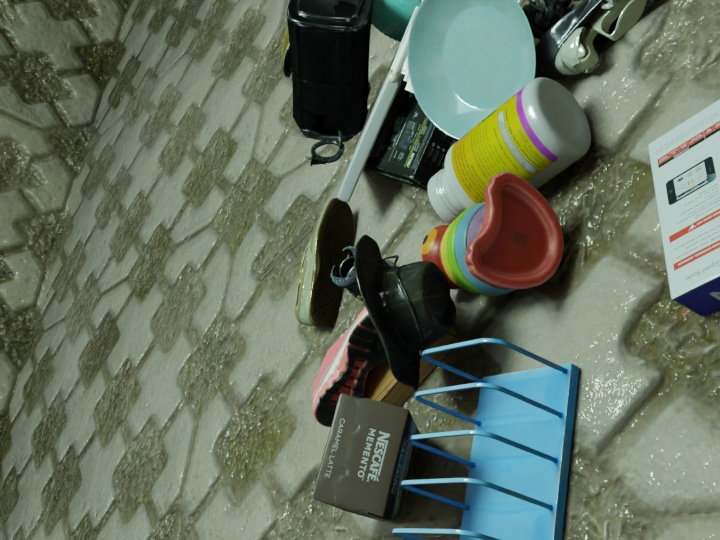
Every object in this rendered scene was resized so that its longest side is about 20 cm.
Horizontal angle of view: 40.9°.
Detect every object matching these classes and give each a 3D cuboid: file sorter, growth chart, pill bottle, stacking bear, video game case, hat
[{"bbox_3d":[0.124,0.184,0.985,0.138,0.121,0.204,-18,54,52],"label":"file sorter"},{"bbox_3d":[0.134,-0.272,1.273,0.198,0.018,0.146,33,93,18],"label":"growth chart"},{"bbox_3d":[0.169,-0.132,1.147,0.199,0.103,0.106,-36,41,41],"label":"pill bottle"},{"bbox_3d":[0.137,-0.024,1.124,0.199,0.112,0.124,-16,52,67],"label":"stacking bear"},{"bbox_3d":[0.021,-0.221,1.432,0.183,0.023,0.202,-75,8,-65],"label":"video game case"},{"bbox_3d":[0.063,0.036,1.095,0.080,0.202,0.203,-21,45,13],"label":"hat"}]

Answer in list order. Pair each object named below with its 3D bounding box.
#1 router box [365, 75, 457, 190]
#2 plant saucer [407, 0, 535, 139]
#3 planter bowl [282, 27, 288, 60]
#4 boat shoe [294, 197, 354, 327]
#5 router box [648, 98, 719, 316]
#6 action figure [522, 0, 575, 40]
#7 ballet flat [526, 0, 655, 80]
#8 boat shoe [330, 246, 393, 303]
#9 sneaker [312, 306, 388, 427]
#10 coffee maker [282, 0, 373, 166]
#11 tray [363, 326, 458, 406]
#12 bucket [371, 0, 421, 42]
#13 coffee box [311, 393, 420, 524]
[{"bbox_3d":[0.099,-0.217,1.363,0.149,0.061,0.203,27,93,60],"label":"router box"},{"bbox_3d":[0.144,-0.265,1.207,0.199,0.038,0.205,17,116,39],"label":"plant saucer"},{"bbox_3d":[-0.056,-0.442,1.752,0.200,0.083,0.204,-36,42,41],"label":"planter bowl"},{"bbox_3d":[-0.063,-0.013,1.474,0.066,0.073,0.204,-8,63,50],"label":"boat shoe"},{"bbox_3d":[0.358,-0.082,0.860,0.199,0.048,0.182,-34,43,44],"label":"router box"},{"bbox_3d":[0.235,-0.359,1.186,0.200,0.102,0.119,-48,13,19],"label":"action figure"},{"bbox_3d":[0.272,-0.280,1.122,0.200,0.072,0.074,-44,37,31],"label":"ballet flat"},{"bbox_3d":[0.000,0.000,1.318,0.072,0.090,0.200,-59,17,-2],"label":"boat shoe"},{"bbox_3d":[-0.010,0.100,1.241,0.202,0.073,0.087,-57,28,15],"label":"sneaker"},{"bbox_3d":[-0.037,-0.295,1.384,0.202,0.132,0.194,90,167,-52],"label":"coffee maker"},{"bbox_3d":[0.042,0.119,1.250,0.201,0.037,0.099,-52,32,25],"label":"tray"},{"bbox_3d":[0.091,-0.439,1.398,0.134,0.204,0.211,-19,54,62],"label":"bucket"},{"bbox_3d":[0.012,0.216,1.078,0.200,0.078,0.117,66,-142,-73],"label":"coffee box"}]
